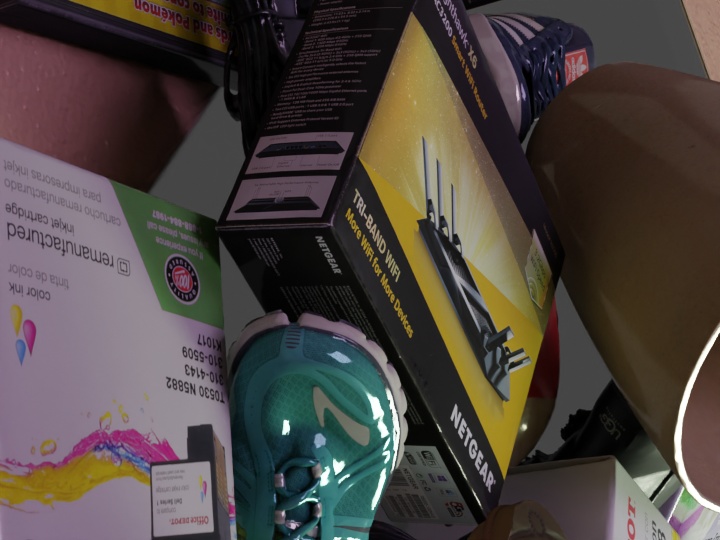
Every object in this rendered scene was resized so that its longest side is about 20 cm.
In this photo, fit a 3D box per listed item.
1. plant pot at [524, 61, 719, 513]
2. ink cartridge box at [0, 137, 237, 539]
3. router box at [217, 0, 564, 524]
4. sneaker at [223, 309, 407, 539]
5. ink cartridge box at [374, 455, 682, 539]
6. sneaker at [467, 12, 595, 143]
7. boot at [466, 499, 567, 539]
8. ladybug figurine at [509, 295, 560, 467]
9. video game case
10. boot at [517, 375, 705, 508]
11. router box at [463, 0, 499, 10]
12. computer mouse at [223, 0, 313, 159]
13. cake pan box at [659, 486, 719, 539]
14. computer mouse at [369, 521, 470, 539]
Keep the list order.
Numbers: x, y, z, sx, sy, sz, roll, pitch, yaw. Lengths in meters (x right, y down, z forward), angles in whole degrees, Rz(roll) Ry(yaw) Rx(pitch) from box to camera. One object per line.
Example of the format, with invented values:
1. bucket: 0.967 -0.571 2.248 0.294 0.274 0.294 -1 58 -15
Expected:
1. plant pot: 0.171 -0.014 0.917 0.187 0.187 0.200 43 3 -47
2. ink cartridge box: -0.114 0.071 0.654 0.145 0.084 0.201 21 60 -59
3. router box: 0.022 -0.011 0.795 0.200 0.052 0.158 61 37 -43
4. sneaker: -0.025 0.107 0.732 0.080 0.077 0.201 -83 180 -59
5. ink cartridge box: 0.098 0.208 0.930 0.200 0.144 0.146 47 41 -43
6. sneaker: 0.094 -0.110 1.036 0.200 0.084 0.075 -97 -173 -72
7. boot: -0.009 0.187 0.682 0.066 0.199 0.176 23 56 -57
8. ladybug figurine: 0.062 0.018 1.019 0.136 0.072 0.201 3 76 -61
9. video game case: -0.109 -0.185 0.835 0.200 0.025 0.182 9 71 -61
10. boot: 0.170 0.100 1.057 0.200 0.168 0.077 -9 56 -44
11. router box: 0.104 -0.214 1.102 0.052 0.157 0.200 67 30 -18
12. computer mouse: -0.018 -0.116 0.903 0.200 0.052 0.139 -20 99 -75
13. cake pan box: 0.234 0.104 1.207 0.200 0.052 0.185 5 114 -60
14. computer mouse: 0.015 0.203 0.803 0.200 0.138 0.053 -63 141 -37
